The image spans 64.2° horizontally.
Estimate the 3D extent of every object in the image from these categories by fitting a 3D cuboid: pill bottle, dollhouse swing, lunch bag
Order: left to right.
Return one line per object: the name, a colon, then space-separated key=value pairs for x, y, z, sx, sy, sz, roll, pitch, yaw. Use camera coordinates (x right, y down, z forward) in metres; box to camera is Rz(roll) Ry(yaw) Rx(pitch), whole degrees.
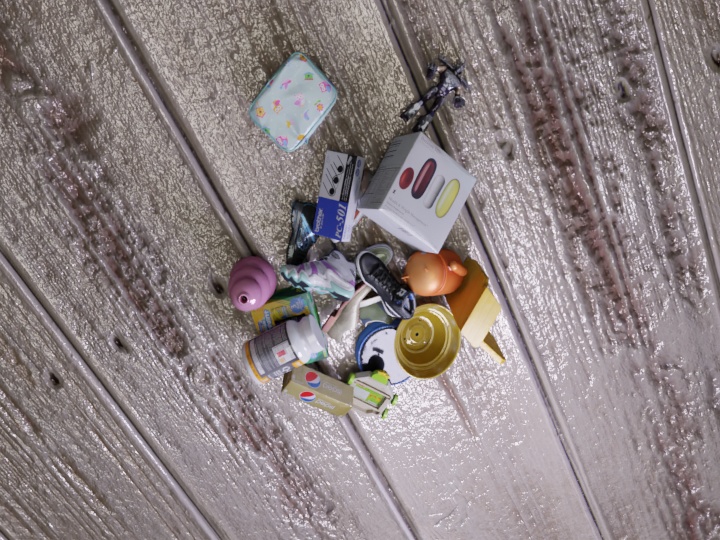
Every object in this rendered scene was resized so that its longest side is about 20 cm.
pill bottle: x=-0.195 y=0.199 z=1.466 sx=0.195 sy=0.117 sz=0.119 roll=-26 pitch=111 yaw=6
lunch bag: x=-0.155 y=-0.388 z=1.344 sx=0.160 sy=0.077 sz=0.200 roll=40 pitch=104 yaw=-18
dollhouse swing: x=0.333 y=0.106 z=1.500 sx=0.172 sy=0.201 sz=0.185 roll=25 pitch=108 yaw=-12

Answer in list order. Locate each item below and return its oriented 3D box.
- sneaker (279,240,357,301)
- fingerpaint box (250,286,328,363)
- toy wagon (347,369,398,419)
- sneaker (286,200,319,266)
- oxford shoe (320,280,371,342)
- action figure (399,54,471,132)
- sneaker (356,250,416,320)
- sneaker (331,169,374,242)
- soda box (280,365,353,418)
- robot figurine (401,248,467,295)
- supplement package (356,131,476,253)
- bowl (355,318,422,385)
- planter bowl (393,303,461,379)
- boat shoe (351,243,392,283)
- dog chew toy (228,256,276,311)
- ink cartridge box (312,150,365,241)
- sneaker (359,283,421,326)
sneaker: x=-0.098 y=-0.016 z=1.455 sx=0.194 sy=0.078 sz=0.144 roll=19 pitch=69 yaw=-10
fingerpaint box: x=-0.189 y=0.156 z=1.552 sx=0.162 sy=0.074 sz=0.206 roll=-14 pitch=111 yaw=2
toy wagon: x=0.032 y=0.339 z=1.621 sx=0.152 sy=0.040 sz=0.202 roll=26 pitch=126 yaw=-6
sneaker: x=-0.146 y=-0.072 z=1.467 sx=0.079 sy=0.074 sz=0.206 roll=8 pitch=111 yaw=-6
oxford shoe: x=-0.022 y=0.105 z=1.511 sx=0.073 sy=0.071 sz=0.201 roll=38 pitch=117 yaw=-3
action figure: x=0.185 y=-0.417 z=1.363 sx=0.130 sy=0.070 sz=0.201 roll=41 pitch=100 yaw=-8
sneaker: x=0.076 y=0.034 z=1.426 sx=0.073 sy=0.111 sz=0.202 roll=-45 pitch=114 yaw=-21
sneaker: x=-0.026 y=-0.166 z=1.452 sx=0.081 sy=0.077 sz=0.202 roll=36 pitch=101 yaw=5
soda box: x=-0.114 y=0.325 z=1.558 sx=0.196 sy=0.069 sz=0.064 roll=27 pitch=127 yaw=-19
robot figurine: x=0.189 y=0.003 z=1.458 sx=0.197 sy=0.142 sz=0.120 roll=-4 pitch=120 yaw=-50
supplement package: x=0.132 y=-0.182 z=1.363 sx=0.189 sy=0.146 sz=0.204 roll=31 pitch=84 yaw=-22
bowl: x=0.082 y=0.234 z=1.620 sx=0.193 sy=0.040 sz=0.207 roll=-1 pitch=111 yaw=-3
planter bowl: x=0.166 y=0.182 z=1.546 sx=0.194 sy=0.083 sz=0.208 roll=-3 pitch=99 yaw=-18
boat shoe: x=0.000 y=0.000 z=1.511 sx=0.196 sy=0.062 sz=0.073 roll=-31 pitch=110 yaw=8
dog chew toy: x=-0.275 y=0.041 z=1.430 sx=0.120 sy=0.201 sz=0.129 roll=-1 pitch=106 yaw=-2
ink cartridge box: x=-0.054 y=-0.181 z=1.402 sx=0.092 sy=0.044 sz=0.207 roll=15 pitch=99 yaw=29
sneaker: x=0.082 y=0.098 z=1.553 sx=0.194 sy=0.067 sz=0.093 roll=-12 pitch=110 yaw=8
